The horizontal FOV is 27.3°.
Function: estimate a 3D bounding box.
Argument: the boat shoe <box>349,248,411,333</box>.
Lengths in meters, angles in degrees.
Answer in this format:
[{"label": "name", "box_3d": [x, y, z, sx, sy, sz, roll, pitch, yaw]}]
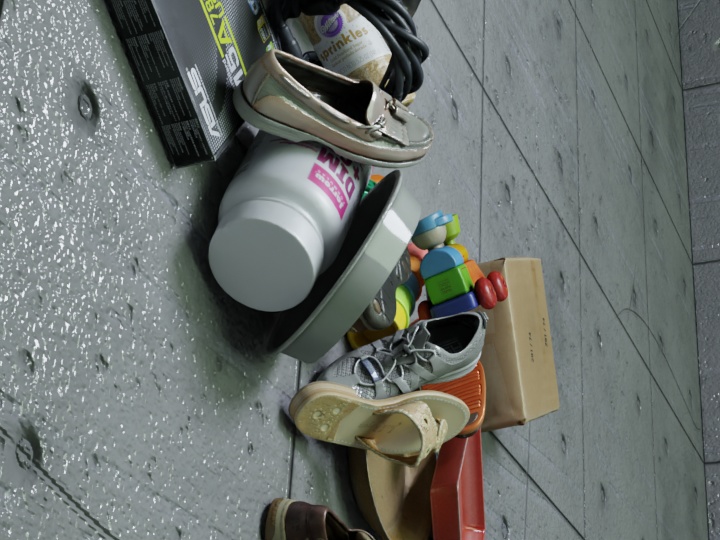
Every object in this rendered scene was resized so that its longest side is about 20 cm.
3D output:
[{"label": "boat shoe", "box_3d": [0.000, 0.000, 1.491, 0.076, 0.073, 0.200, 65, 20, -19]}]

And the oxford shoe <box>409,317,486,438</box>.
[{"label": "oxford shoe", "box_3d": [0.102, 0.128, 1.627, 0.201, 0.070, 0.074, -105, 179, -58]}]

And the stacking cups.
[{"label": "stacking cups", "box_3d": [0.042, 0.023, 1.597, 0.200, 0.060, 0.061, -55, 132, -59]}]

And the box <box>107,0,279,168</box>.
[{"label": "box", "box_3d": [-0.142, -0.220, 1.260, 0.194, 0.047, 0.202, -64, 139, -57]}]

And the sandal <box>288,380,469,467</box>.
[{"label": "sandal", "box_3d": [0.031, 0.159, 1.399, 0.210, 0.078, 0.070, 13, 29, -36]}]

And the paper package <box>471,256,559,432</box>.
[{"label": "paper package", "box_3d": [0.168, 0.090, 1.829, 0.190, 0.102, 0.203, 0, 81, -69]}]

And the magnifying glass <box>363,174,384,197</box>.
[{"label": "magnifying glass", "box_3d": [0.002, -0.087, 1.549, 0.023, 0.079, 0.200, -66, 171, 11]}]

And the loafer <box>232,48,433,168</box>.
[{"label": "loafer", "box_3d": [-0.012, -0.140, 1.283, 0.198, 0.063, 0.072, 11, 43, -32]}]

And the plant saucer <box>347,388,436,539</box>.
[{"label": "plant saucer", "box_3d": [0.029, 0.194, 1.535, 0.200, 0.035, 0.203, -9, 90, -68]}]

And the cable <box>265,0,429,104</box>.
[{"label": "cable", "box_3d": [-0.018, -0.205, 1.366, 0.163, 0.201, 0.051, 43, 54, 8]}]

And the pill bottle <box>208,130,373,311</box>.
[{"label": "pill bottle", "box_3d": [-0.060, -0.061, 1.309, 0.201, 0.112, 0.114, -69, 143, -51]}]

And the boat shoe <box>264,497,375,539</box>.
[{"label": "boat shoe", "box_3d": [-0.016, 0.270, 1.347, 0.201, 0.071, 0.073, 60, 30, -42]}]

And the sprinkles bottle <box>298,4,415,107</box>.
[{"label": "sprinkles bottle", "box_3d": [-0.021, -0.239, 1.455, 0.202, 0.068, 0.068, 61, 23, 2]}]

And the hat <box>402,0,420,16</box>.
[{"label": "hat", "box_3d": [0.015, -0.302, 1.522, 0.200, 0.198, 0.082, 34, 72, -61]}]

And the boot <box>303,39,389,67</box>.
[{"label": "boot", "box_3d": [-0.013, -0.218, 1.538, 0.097, 0.074, 0.203, 50, 39, -56]}]

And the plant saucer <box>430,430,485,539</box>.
[{"label": "plant saucer", "box_3d": [0.108, 0.265, 1.639, 0.200, 0.036, 0.203, -69, 157, -62]}]

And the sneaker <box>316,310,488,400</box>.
[{"label": "sneaker", "box_3d": [0.041, 0.082, 1.453, 0.198, 0.082, 0.075, -23, 64, -32]}]

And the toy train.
[{"label": "toy train", "box_3d": [0.107, -0.010, 1.632, 0.117, 0.084, 0.200, 69, 17, 0]}]

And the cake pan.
[{"label": "cake pan", "box_3d": [-0.012, 0.002, 1.314, 0.037, 0.200, 0.201, 36, 36, -9]}]
